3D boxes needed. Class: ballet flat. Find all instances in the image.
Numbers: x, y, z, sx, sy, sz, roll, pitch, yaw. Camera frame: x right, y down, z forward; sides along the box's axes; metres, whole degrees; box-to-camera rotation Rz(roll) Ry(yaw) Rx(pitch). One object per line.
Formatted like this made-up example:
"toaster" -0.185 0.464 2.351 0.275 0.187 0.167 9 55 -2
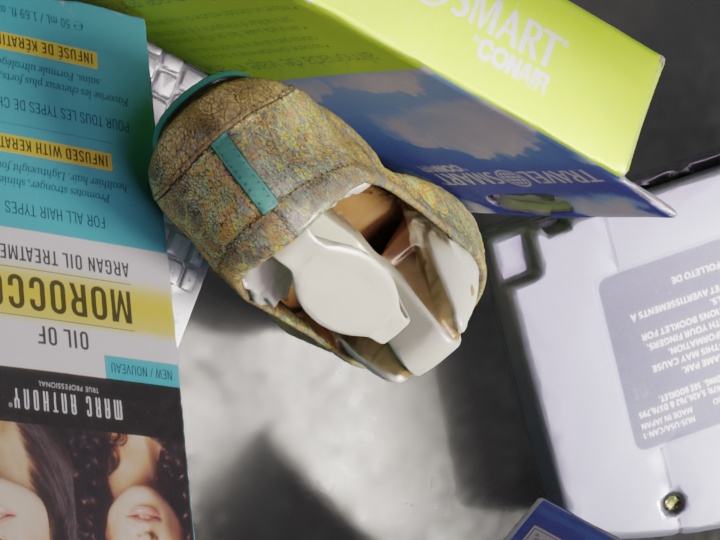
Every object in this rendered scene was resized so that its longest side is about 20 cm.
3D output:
"ballet flat" 0.000 0.000 0.772 0.200 0.071 0.071 36 72 -62

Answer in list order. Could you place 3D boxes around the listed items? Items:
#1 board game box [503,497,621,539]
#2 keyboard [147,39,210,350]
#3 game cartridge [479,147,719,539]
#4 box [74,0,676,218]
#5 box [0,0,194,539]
"board game box" 0.033 0.210 0.839 0.200 0.043 0.199 -47 144 -23
"keyboard" -0.054 -0.058 0.801 0.056 0.011 0.200 26 79 -37
"game cartridge" 0.149 0.019 0.913 0.200 0.042 0.133 -18 108 -14
"box" -0.005 -0.076 0.755 0.200 0.122 0.048 27 78 -32
"box" -0.098 0.020 0.704 0.082 0.049 0.200 9 65 -38
